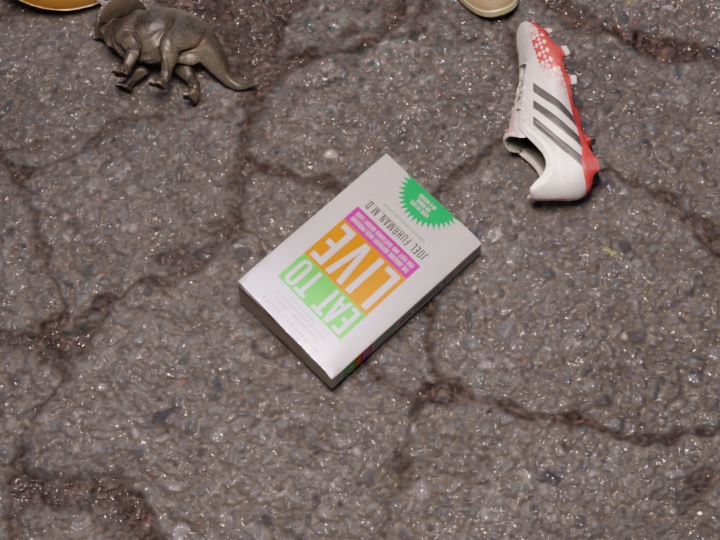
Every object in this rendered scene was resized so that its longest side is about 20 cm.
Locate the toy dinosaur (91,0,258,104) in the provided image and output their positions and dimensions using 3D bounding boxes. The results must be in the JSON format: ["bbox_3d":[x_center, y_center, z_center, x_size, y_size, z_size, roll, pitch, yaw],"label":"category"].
[{"bbox_3d":[-0.200,-0.232,1.599,0.197,0.077,0.104,10,77,13],"label":"toy dinosaur"}]

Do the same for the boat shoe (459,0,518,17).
[{"bbox_3d":[0.115,-0.357,1.645,0.071,0.065,0.202,-15,63,-4],"label":"boat shoe"}]

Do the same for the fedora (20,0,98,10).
[{"bbox_3d":[-0.321,-0.378,1.650,0.198,0.082,0.204,3,75,-11],"label":"fedora"}]

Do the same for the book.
[{"bbox_3d":[0.000,0.000,1.489,0.200,0.048,0.133,-42,72,-18],"label":"book"}]

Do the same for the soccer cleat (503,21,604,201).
[{"bbox_3d":[0.175,-0.158,1.541,0.084,0.069,0.202,-13,68,-7],"label":"soccer cleat"}]
